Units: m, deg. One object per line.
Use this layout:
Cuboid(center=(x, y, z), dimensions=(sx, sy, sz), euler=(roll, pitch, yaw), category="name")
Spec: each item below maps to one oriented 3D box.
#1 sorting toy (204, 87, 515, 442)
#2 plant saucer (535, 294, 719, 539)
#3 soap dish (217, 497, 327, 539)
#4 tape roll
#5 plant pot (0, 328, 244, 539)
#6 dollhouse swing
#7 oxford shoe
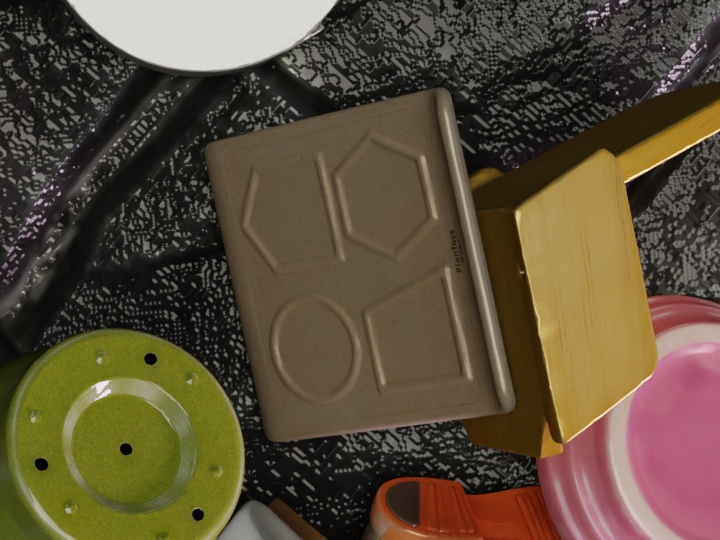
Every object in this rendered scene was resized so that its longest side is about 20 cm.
Cuboid(center=(0.000, 0.000, 1.252), dimensions=(0.036, 0.200, 0.185), euler=(-15, 93, -48), category="sorting toy")
Cuboid(center=(0.204, 0.110, 1.304), dimensions=(0.200, 0.051, 0.201), euler=(5, 75, -21), category="plant saucer")
Cuboid(center=(-0.070, 0.242, 1.251), dimensions=(0.081, 0.157, 0.200), euler=(38, 86, -23), category="soap dish")
Cuboid(center=(-0.095, -0.217, 1.295), dimensions=(0.202, 0.037, 0.203), euler=(0, 91, -9), category="tape roll")
Cuboid(center=(-0.155, 0.122, 1.177), dimensions=(0.200, 0.193, 0.201), euler=(11, 65, -23), category="plant pot")
Cuboid(center=(0.144, -0.003, 1.254), dimensions=(0.176, 0.200, 0.182), euler=(-13, 93, -16), category="dollhouse swing")
Cuboid(center=(0.093, 0.178, 1.323), dimensions=(0.200, 0.071, 0.073), euler=(12, 122, -15), category="oxford shoe")
